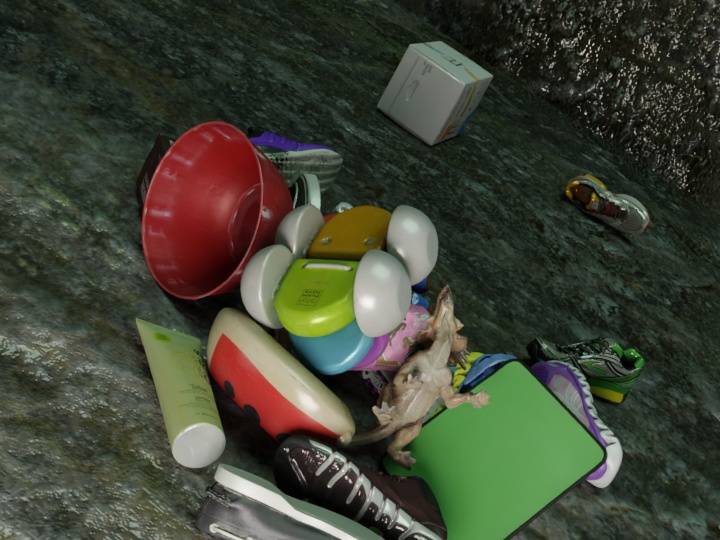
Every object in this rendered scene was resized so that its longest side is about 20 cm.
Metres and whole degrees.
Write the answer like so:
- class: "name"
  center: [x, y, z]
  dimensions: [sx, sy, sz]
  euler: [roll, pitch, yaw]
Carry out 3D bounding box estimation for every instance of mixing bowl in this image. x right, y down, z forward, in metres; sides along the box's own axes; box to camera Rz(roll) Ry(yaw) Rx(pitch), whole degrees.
- class: "mixing bowl"
  center: [-0.148, -0.060, 1.276]
  dimensions: [0.108, 0.201, 0.200]
  euler: [14, 27, -49]

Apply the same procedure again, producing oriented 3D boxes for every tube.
- class: "tube"
  center: [-0.175, 0.110, 1.086]
  dimensions: [0.051, 0.059, 0.201]
  euler: [-23, 34, -5]

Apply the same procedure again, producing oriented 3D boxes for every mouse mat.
- class: "mouse mat"
  center: [0.137, 0.196, 1.153]
  dimensions: [0.161, 0.198, 0.008]
  euler: [47, -15, 34]

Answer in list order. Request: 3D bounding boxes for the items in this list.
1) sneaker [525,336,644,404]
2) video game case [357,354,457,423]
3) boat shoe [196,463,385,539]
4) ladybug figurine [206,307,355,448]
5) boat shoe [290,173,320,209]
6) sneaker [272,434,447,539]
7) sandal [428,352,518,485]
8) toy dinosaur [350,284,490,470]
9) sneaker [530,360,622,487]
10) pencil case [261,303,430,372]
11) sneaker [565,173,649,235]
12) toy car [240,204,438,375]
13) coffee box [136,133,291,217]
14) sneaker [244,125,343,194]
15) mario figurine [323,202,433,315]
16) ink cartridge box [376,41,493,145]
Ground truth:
- class: "sneaker"
  center: [0.319, 0.124, 1.578]
  dimensions: [0.197, 0.086, 0.078]
  euler: [14, 28, -30]
- class: "video game case"
  center: [0.081, 0.132, 1.347]
  dimensions: [0.179, 0.036, 0.200]
  euler: [4, 35, -43]
- class: "boat shoe"
  center: [-0.048, 0.237, 0.969]
  dimensions: [0.198, 0.061, 0.074]
  euler: [27, -4, -13]
- class: "ladybug figurine"
  center: [-0.086, 0.117, 1.108]
  dimensions: [0.199, 0.072, 0.136]
  euler: [38, -7, 32]
- class: "boat shoe"
  center: [-0.089, -0.032, 1.339]
  dimensions: [0.063, 0.071, 0.203]
  euler: [12, 63, -13]
- class: "sneaker"
  center: [0.005, 0.216, 1.071]
  dimensions: [0.199, 0.076, 0.116]
  euler: [40, 18, -5]
- class: "sandal"
  center: [0.130, 0.160, 1.221]
  dimensions: [0.079, 0.087, 0.202]
  euler: [42, 48, -21]
- class: "toy dinosaur"
  center: [0.057, 0.126, 1.183]
  dimensions: [0.086, 0.200, 0.136]
  euler: [42, 9, -15]
- class: "sneaker"
  center: [0.250, 0.185, 1.397]
  dimensions: [0.087, 0.081, 0.201]
  euler: [9, 32, -24]
- class: "pencil case"
  center: [-0.013, 0.074, 1.246]
  dimensions: [0.196, 0.088, 0.083]
  euler: [3, 12, -20]
- class: "sneaker"
  center: [0.513, -0.131, 2.323]
  dimensions: [0.198, 0.079, 0.082]
  euler: [31, 26, 26]
- class: "toy car"
  center: [-0.015, 0.026, 1.137]
  dimensions: [0.172, 0.152, 0.201]
  euler: [3, 32, 23]
- class: "coffee box"
  center: [-0.178, -0.086, 1.418]
  dimensions: [0.197, 0.081, 0.114]
  euler: [19, 27, -27]
- class: "sneaker"
  center: [-0.107, -0.151, 1.442]
  dimensions: [0.099, 0.070, 0.199]
  euler: [40, 24, 27]
- class: "mario figurine"
  center: [0.000, 0.000, 1.333]
  dimensions: [0.199, 0.106, 0.124]
  euler: [37, 7, -42]
- class: "ink cartridge box"
  center: [0.154, -0.364, 2.255]
  dimensions: [0.144, 0.149, 0.200]
  euler: [35, 25, 12]
